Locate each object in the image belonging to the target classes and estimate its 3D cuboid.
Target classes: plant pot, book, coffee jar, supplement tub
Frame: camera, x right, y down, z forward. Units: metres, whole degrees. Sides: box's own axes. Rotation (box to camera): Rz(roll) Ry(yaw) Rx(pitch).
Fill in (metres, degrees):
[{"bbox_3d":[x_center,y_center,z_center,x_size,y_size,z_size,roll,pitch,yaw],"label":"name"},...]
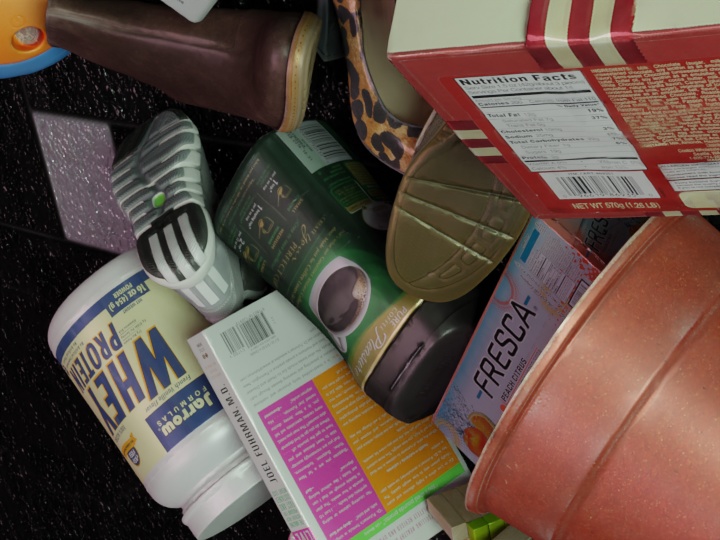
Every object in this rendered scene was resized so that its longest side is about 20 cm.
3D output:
[{"bbox_3d":[0.188,0.099,0.749,0.195,0.200,0.202,37,138,17],"label":"plant pot"},{"bbox_3d":[-0.017,0.105,1.029,0.048,0.133,0.201,-28,90,54],"label":"book"},{"bbox_3d":[0.000,0.000,0.977,0.200,0.085,0.105,46,123,20],"label":"coffee jar"},{"bbox_3d":[-0.132,0.089,1.147,0.201,0.144,0.145,53,143,12],"label":"supplement tub"}]

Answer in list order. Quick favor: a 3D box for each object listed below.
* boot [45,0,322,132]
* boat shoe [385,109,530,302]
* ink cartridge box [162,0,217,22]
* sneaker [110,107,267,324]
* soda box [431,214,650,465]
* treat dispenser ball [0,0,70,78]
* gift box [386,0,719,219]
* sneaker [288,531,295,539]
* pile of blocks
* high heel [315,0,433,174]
[{"bbox_3d":[-0.115,-0.137,0.930,0.200,0.165,0.073,-170,92,-78],"label":"boot"},{"bbox_3d":[0.071,-0.077,0.819,0.073,0.063,0.202,20,112,3],"label":"boat shoe"},{"bbox_3d":[-0.055,-0.255,0.821,0.082,0.147,0.200,34,145,-13],"label":"ink cartridge box"},{"bbox_3d":[-0.122,-0.026,1.098,0.116,0.075,0.201,53,-167,-38],"label":"sneaker"},{"bbox_3d":[0.111,0.038,0.887,0.064,0.068,0.201,44,139,21],"label":"soda box"},{"bbox_3d":[-0.264,-0.236,1.049,0.200,0.200,0.203,28,132,36],"label":"treat dispenser ball"},{"bbox_3d":[0.125,-0.133,0.625,0.183,0.189,0.200,2,161,25],"label":"gift box"},{"bbox_3d":[-0.008,0.224,1.144,0.087,0.073,0.202,37,132,38],"label":"sneaker"},{"bbox_3d":[0.127,0.193,0.957,0.199,0.082,0.063,12,121,45],"label":"pile of blocks"},{"bbox_3d":[0.032,-0.138,0.863,0.200,0.071,0.143,50,149,30],"label":"high heel"}]
